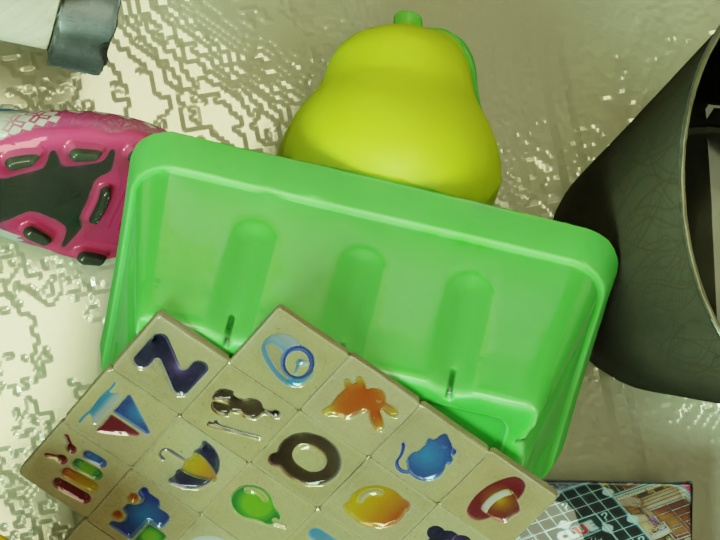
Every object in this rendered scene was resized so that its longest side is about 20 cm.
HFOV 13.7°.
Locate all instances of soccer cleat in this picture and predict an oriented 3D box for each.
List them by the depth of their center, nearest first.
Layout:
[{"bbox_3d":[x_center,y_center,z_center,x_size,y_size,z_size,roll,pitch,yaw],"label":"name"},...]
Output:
[{"bbox_3d":[-0.159,-0.051,1.238,0.200,0.086,0.070,1,127,-28],"label":"soccer cleat"}]

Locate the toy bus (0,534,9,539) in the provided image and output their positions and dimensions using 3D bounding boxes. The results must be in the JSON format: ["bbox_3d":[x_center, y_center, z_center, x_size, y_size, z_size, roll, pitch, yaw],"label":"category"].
[{"bbox_3d":[-0.141,0.147,1.143,0.065,0.200,0.078,31,80,10],"label":"toy bus"}]

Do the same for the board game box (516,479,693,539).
[{"bbox_3d":[0.041,0.155,1.268,0.200,0.035,0.136,2,83,-11],"label":"board game box"}]

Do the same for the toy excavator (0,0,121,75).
[{"bbox_3d":[-0.124,-0.209,1.218,0.100,0.200,0.194,13,38,-9],"label":"toy excavator"}]

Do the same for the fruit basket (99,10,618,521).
[{"bbox_3d":[0.000,0.000,1.231,0.216,0.156,0.216,8,40,-6],"label":"fruit basket"}]

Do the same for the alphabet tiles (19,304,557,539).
[{"bbox_3d":[-0.026,0.102,1.175,0.200,0.006,0.166,35,120,-13],"label":"alphabet tiles"}]

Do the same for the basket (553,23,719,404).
[{"bbox_3d":[0.159,-0.017,1.225,0.136,0.200,0.180,1,82,-15],"label":"basket"}]
